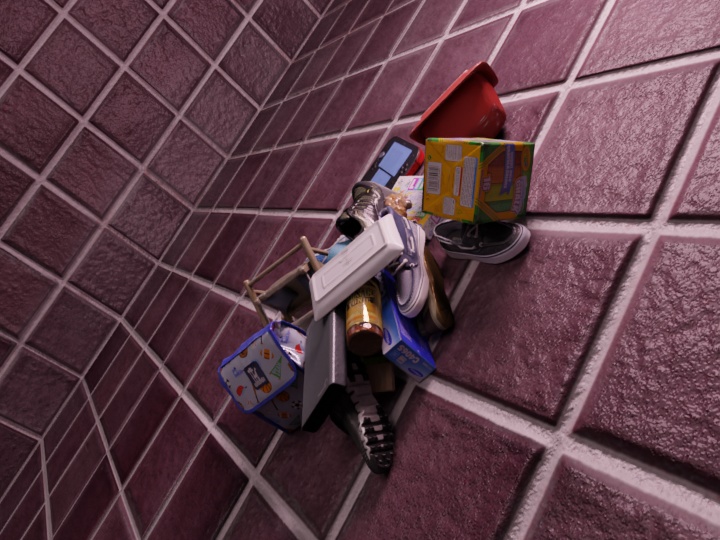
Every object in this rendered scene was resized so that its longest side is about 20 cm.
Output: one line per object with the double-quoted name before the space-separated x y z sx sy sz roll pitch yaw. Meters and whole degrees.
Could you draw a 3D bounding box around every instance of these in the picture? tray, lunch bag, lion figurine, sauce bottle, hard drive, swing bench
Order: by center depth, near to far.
"tray" -0.017 -0.011 0.985 0.198 0.022 0.109 -39 35 17
"hard drive" -0.060 0.147 0.985 0.204 0.032 0.141 -93 25 -45
"sauce bottle" 0.004 0.049 0.991 0.065 0.066 0.204 -37 34 25
"lunch bag" -0.152 0.200 1.111 0.168 0.199 0.126 -36 31 23
"lion figurine" 0.068 -0.053 1.163 0.122 0.070 0.208 -164 84 -72
"swing bench" -0.117 0.075 1.197 0.196 0.128 0.206 -33 65 31

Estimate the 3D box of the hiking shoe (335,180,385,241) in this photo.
"hiking shoe" -0.002 -0.111 1.131 0.203 0.097 0.077 -108 30 -46

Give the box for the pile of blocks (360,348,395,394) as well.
"pile of blocks" 0.021 0.126 1.034 0.081 0.061 0.204 -37 62 22

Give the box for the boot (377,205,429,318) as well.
"boot" 0.063 -0.017 1.005 0.072 0.089 0.204 -40 32 34

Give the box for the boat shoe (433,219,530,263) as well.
"boat shoe" 0.202 -0.063 1.012 0.198 0.067 0.073 8 63 58

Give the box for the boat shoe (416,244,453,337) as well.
"boat shoe" 0.113 0.030 1.038 0.064 0.073 0.203 -32 34 21

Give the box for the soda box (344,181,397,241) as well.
"soda box" 0.013 -0.084 1.257 0.206 0.066 0.063 -69 18 3

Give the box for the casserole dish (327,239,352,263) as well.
"casserole dish" 0.000 0.000 1.145 0.038 0.126 0.198 -5 8 31

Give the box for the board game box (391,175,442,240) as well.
"board game box" 0.116 -0.139 1.262 0.137 0.034 0.198 -59 29 -10

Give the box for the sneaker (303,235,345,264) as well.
"sneaker" -0.072 -0.005 1.350 0.198 0.078 0.091 -38 29 25

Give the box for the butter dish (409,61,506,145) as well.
"butter dish" 0.222 -0.285 1.166 0.199 0.149 0.198 -42 -10 20

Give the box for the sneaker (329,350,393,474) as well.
"sneaker" -0.007 0.242 0.958 0.091 0.065 0.204 -47 53 35

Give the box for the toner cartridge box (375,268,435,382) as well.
"toner cartridge box" 0.068 0.089 1.017 0.043 0.094 0.203 -40 30 19

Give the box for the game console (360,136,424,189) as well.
"game console" 0.069 -0.245 1.454 0.178 0.031 0.200 -50 28 5

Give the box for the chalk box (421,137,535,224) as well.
"chalk box" 0.212 -0.158 0.990 0.122 0.195 0.129 18 112 46
